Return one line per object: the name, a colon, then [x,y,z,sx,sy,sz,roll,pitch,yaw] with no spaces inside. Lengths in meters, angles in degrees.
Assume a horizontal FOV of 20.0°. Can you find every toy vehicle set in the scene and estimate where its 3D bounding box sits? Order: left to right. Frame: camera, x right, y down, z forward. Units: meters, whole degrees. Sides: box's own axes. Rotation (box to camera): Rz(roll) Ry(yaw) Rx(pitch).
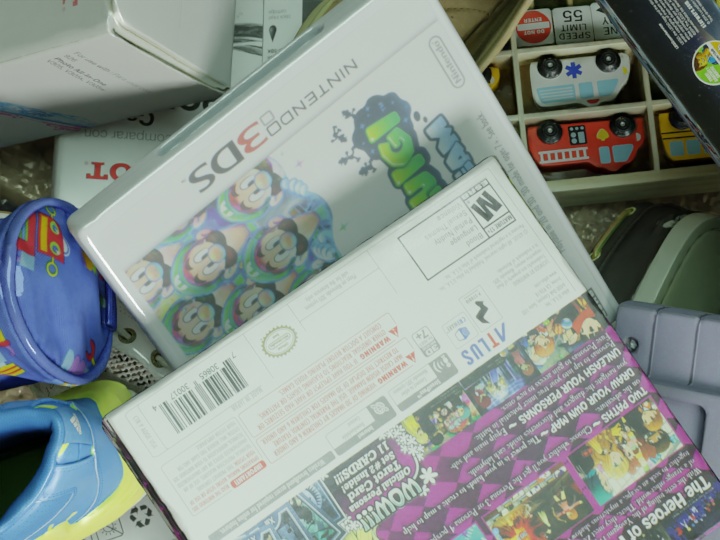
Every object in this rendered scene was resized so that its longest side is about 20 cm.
toy vehicle set: [0.109,-0.096,1.016,0.198,0.027,0.125,-6,73,1]

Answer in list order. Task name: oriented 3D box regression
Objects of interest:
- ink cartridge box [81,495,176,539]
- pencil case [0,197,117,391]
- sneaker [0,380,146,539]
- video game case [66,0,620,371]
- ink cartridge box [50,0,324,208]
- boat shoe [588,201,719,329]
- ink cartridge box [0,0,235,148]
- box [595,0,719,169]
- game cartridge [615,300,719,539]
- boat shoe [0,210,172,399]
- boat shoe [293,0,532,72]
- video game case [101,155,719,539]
ink cartridge box: [-0.035,0.178,0.922,0.196,0.047,0.201,-16,78,-14]
pencil case: [-0.194,0.023,0.883,0.199,0.087,0.079,-11,77,32]
sneaker: [-0.182,0.107,0.862,0.199,0.105,0.076,-37,72,9]
video game case: [0.000,0.000,0.881,0.182,0.024,0.201,-39,117,-10]
ink cartridge box: [-0.072,-0.103,0.982,0.145,0.083,0.202,3,72,-8]
boat shoe: [0.108,0.056,0.972,0.202,0.060,0.072,-55,130,-11]
ink cartridge box: [-0.153,-0.138,0.901,0.199,0.087,0.147,-11,69,34]
box: [0.155,-0.085,0.905,0.040,0.137,0.200,-37,100,10]
game cartridge: [0.162,0.122,0.900,0.129,0.038,0.202,10,96,36]
boat shoe: [-0.124,0.033,0.924,0.199,0.071,0.070,20,59,10]
boat shoe: [0.031,-0.115,0.937,0.073,0.062,0.200,51,52,-21]
video game case: [0.025,0.081,0.834,0.199,0.036,0.182,-34,85,-13]
